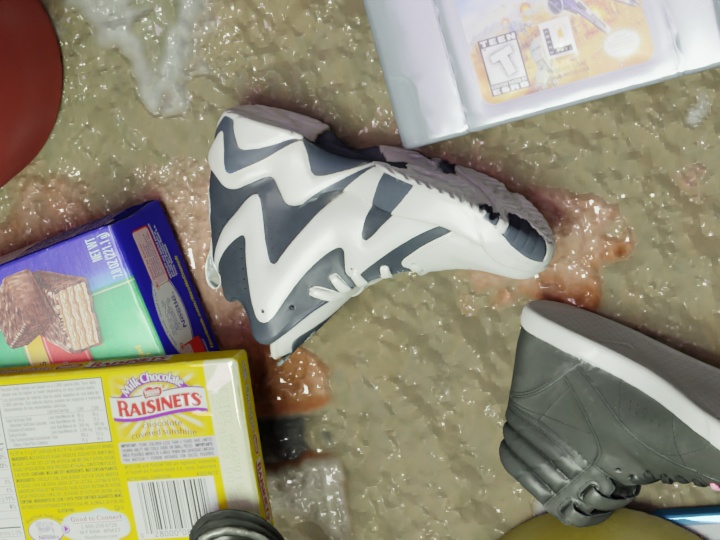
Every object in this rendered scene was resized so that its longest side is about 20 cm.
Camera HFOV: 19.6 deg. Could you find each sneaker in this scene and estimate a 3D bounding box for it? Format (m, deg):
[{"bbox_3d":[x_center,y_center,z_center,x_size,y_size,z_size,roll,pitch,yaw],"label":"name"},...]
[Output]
[{"bbox_3d":[0.000,0.000,1.118,0.199,0.079,0.130,19,106,14],"label":"sneaker"},{"bbox_3d":[0.154,0.098,1.077,0.200,0.071,0.099,28,111,34],"label":"sneaker"}]

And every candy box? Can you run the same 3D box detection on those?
[{"bbox_3d":[-0.181,0.074,1.189,0.200,0.077,0.170,-20,95,21],"label":"candy box"},{"bbox_3d":[-0.151,0.101,1.131,0.199,0.026,0.103,-5,101,16],"label":"candy box"}]

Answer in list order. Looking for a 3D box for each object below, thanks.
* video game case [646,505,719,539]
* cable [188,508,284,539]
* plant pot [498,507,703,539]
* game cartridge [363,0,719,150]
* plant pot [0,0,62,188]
[{"bbox_3d":[0.259,0.192,1.104,0.199,0.018,0.144,-6,99,19],"label":"video game case"},{"bbox_3d":[-0.027,0.199,1.133,0.097,0.050,0.200,-10,139,10],"label":"cable"},{"bbox_3d":[0.110,0.238,1.080,0.199,0.142,0.201,6,103,25],"label":"plant pot"},{"bbox_3d":[0.097,-0.150,1.084,0.199,0.042,0.134,-14,99,19],"label":"game cartridge"},{"bbox_3d":[-0.262,-0.101,1.129,0.200,0.177,0.201,3,102,17],"label":"plant pot"}]
